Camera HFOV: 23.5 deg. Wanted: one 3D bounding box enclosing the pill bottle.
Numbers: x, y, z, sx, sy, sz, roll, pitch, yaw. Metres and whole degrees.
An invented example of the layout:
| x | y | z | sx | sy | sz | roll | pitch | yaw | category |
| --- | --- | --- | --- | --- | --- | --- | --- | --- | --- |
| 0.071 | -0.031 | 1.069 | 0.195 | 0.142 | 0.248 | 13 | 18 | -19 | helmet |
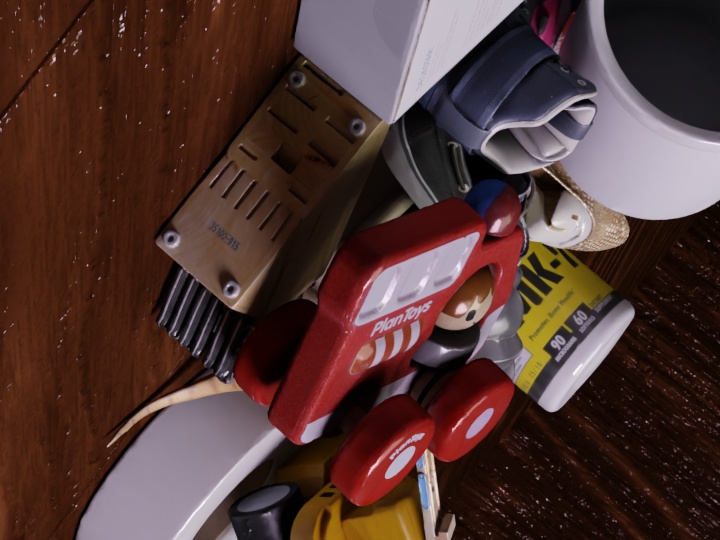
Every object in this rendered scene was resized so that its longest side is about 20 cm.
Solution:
| x | y | z | sx | sy | sz | roll | pitch | yaw | category |
| --- | --- | --- | --- | --- | --- | --- | --- | --- | --- |
| 0.121 | 0.013 | 1.453 | 0.114 | 0.200 | 0.114 | -47 | 168 | -13 | pill bottle |

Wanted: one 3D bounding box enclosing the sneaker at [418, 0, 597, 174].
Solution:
| x | y | z | sx | sy | sz | roll | pitch | yaw | category |
| --- | --- | --- | --- | --- | --- | --- | --- | --- | --- |
| 0.099 | -0.144 | 1.059 | 0.202 | 0.146 | 0.077 | -43 | 164 | -35 | sneaker |

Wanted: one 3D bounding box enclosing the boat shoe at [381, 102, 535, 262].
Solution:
| x | y | z | sx | sy | sz | roll | pitch | yaw | category |
| --- | --- | --- | --- | --- | --- | --- | --- | --- | --- |
| 0.080 | -0.057 | 1.148 | 0.200 | 0.066 | 0.071 | 50 | 44 | -49 | boat shoe |

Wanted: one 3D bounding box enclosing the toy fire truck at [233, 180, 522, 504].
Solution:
| x | y | z | sx | sy | sz | roll | pitch | yaw | category |
| --- | --- | --- | --- | --- | --- | --- | --- | --- | --- |
| 0.031 | 0.028 | 1.017 | 0.199 | 0.112 | 0.169 | -21 | 146 | -48 | toy fire truck |

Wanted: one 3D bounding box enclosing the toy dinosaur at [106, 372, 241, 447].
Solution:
| x | y | z | sx | sy | sz | roll | pitch | yaw | category |
| --- | --- | --- | --- | --- | --- | --- | --- | --- | --- |
| -0.076 | 0.070 | 1.211 | 0.198 | 0.061 | 0.106 | -18 | 169 | 8 | toy dinosaur |

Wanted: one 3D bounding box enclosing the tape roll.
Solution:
| x | y | z | sx | sy | sz | roll | pitch | yaw | category |
| --- | --- | --- | --- | --- | --- | --- | --- | --- | --- |
| -0.125 | 0.163 | 1.316 | 0.203 | 0.071 | 0.203 | -48 | 168 | -14 | tape roll |

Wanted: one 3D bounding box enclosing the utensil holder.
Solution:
| x | y | z | sx | sy | sz | roll | pitch | yaw | category |
| --- | --- | --- | --- | --- | --- | --- | --- | --- | --- |
| 0.213 | -0.135 | 1.135 | 0.170 | 0.170 | 0.200 | -48 | 175 | -11 | utensil holder |

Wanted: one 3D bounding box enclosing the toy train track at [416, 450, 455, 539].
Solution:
| x | y | z | sx | sy | sz | roll | pitch | yaw | category |
| --- | --- | --- | --- | --- | --- | --- | --- | --- | --- |
| 0.053 | 0.106 | 1.187 | 0.115 | 0.032 | 0.202 | -60 | 147 | -59 | toy train track |

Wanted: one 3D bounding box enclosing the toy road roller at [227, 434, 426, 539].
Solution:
| x | y | z | sx | sy | sz | roll | pitch | yaw | category |
| --- | --- | --- | --- | --- | --- | --- | --- | --- | --- |
| 0.008 | 0.198 | 1.309 | 0.145 | 0.124 | 0.200 | -13 | -168 | 31 | toy road roller |

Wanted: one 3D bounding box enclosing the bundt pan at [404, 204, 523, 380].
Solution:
| x | y | z | sx | sy | sz | roll | pitch | yaw | category |
| --- | --- | --- | --- | --- | --- | --- | --- | --- | --- |
| 0.068 | 0.028 | 1.315 | 0.075 | 0.204 | 0.203 | -1 | 147 | -16 | bundt pan |

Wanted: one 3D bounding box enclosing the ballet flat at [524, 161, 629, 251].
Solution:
| x | y | z | sx | sy | sz | roll | pitch | yaw | category |
| --- | --- | --- | --- | --- | --- | --- | --- | --- | --- |
| 0.117 | -0.059 | 1.267 | 0.070 | 0.199 | 0.066 | -38 | -154 | 40 | ballet flat |

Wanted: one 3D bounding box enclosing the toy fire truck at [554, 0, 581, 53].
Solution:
| x | y | z | sx | sy | sz | roll | pitch | yaw | category |
| --- | --- | --- | --- | --- | --- | --- | --- | --- | --- |
| 0.162 | -0.172 | 1.339 | 0.166 | 0.113 | 0.200 | -21 | 163 | -8 | toy fire truck |

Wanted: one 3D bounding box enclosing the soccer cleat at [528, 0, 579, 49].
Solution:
| x | y | z | sx | sy | sz | roll | pitch | yaw | category |
| --- | --- | --- | --- | --- | --- | --- | --- | --- | --- |
| 0.122 | -0.185 | 1.193 | 0.201 | 0.070 | 0.086 | -56 | 166 | 21 | soccer cleat |

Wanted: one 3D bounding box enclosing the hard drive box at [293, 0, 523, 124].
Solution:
| x | y | z | sx | sy | sz | roll | pitch | yaw | category |
| --- | --- | --- | --- | --- | --- | --- | --- | --- | --- |
| 0.063 | -0.199 | 0.928 | 0.200 | 0.077 | 0.156 | -45 | 166 | -28 | hard drive box |

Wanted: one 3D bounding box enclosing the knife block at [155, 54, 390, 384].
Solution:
| x | y | z | sx | sy | sz | roll | pitch | yaw | category |
| --- | --- | --- | --- | --- | --- | --- | --- | --- | --- |
| -0.049 | -0.025 | 1.060 | 0.201 | 0.064 | 0.175 | -52 | 168 | 3 | knife block |

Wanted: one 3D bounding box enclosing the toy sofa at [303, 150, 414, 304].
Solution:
| x | y | z | sx | sy | sz | roll | pitch | yaw | category |
| --- | --- | --- | --- | --- | --- | --- | --- | --- | --- |
| 0.000 | 0.000 | 1.230 | 0.083 | 0.097 | 0.201 | -44 | 165 | -26 | toy sofa |
